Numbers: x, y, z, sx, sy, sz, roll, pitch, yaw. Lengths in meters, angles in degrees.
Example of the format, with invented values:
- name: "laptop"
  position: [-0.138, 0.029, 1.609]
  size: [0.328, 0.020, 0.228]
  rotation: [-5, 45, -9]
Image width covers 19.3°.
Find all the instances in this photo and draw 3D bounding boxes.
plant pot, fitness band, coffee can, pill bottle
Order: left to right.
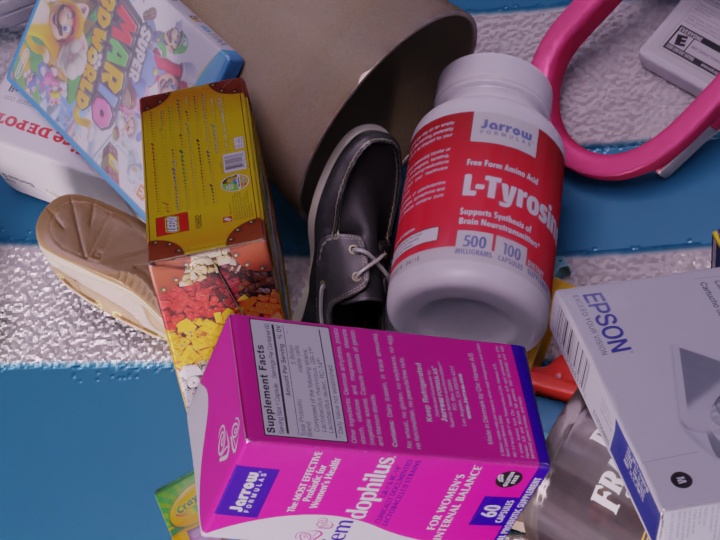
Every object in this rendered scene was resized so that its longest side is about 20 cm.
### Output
- name: "plant pot"
  position: [-0.049, -0.170, 1.539]
  size: [0.200, 0.187, 0.187]
  rotation: [42, 79, 17]
- name: "pill bottle"
  position: [0.084, -0.047, 1.478]
  size: [0.111, 0.112, 0.201]
  rotation: [-1, 57, 16]
- name: "fitness band"
  position: [0.208, -0.154, 1.533]
  size: [0.200, 0.037, 0.144]
  rotation: [-46, 66, 14]
- name: "coffee can"
  position: [0.224, 0.155, 1.326]
  size: [0.199, 0.147, 0.147]
  rotation: [29, 73, 27]

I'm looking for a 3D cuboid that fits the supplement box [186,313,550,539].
- name: "supplement box"
  position: [0.003, 0.104, 1.314]
  size: [0.199, 0.101, 0.104]
  rotation: [7, 46, -18]

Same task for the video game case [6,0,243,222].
- name: "video game case"
  position: [-0.175, -0.146, 1.539]
  size: [0.200, 0.018, 0.144]
  rotation: [43, 118, 32]

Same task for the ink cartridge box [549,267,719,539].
- name: "ink cartridge box"
  position: [0.238, 0.073, 1.279]
  size: [0.199, 0.041, 0.200]
  rotation: [-8, 41, -13]

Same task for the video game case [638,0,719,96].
- name: "video game case"
  position: [0.335, -0.175, 1.547]
  size: [0.200, 0.023, 0.182]
  rotation: [34, 76, 30]

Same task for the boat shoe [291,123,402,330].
- name: "boat shoe"
  position: [0.000, 0.000, 1.477]
  size: [0.067, 0.071, 0.201]
  rotation: [27, 108, 51]

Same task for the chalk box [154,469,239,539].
- name: "chalk box"
  position: [-0.051, 0.185, 1.408]
  size: [0.123, 0.125, 0.201]
  rotation: [-28, 57, 0]

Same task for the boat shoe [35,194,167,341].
- name: "boat shoe"
  position: [-0.146, 0.013, 1.563]
  size: [0.199, 0.069, 0.074]
  rotation: [31, 66, 7]

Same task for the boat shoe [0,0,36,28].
- name: "boat shoe"
  position: [-0.234, -0.262, 1.748]
  size: [0.199, 0.072, 0.071]
  rotation: [-23, 49, -8]

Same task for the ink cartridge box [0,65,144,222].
- name: "ink cartridge box"
  position: [-0.186, -0.147, 1.652]
  size: [0.145, 0.084, 0.201]
  rotation: [18, 69, 25]

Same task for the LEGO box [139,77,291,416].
- name: "LEGO box"
  position: [-0.093, -0.010, 1.411]
  size: [0.077, 0.150, 0.201]
  rotation: [-11, 36, 0]

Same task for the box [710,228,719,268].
- name: "box"
  position: [0.304, 0.054, 1.398]
  size: [0.064, 0.070, 0.201]
  rotation: [-23, 58, -6]

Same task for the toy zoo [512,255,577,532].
- name: "toy zoo"
  position: [0.108, 0.078, 1.477]
  size: [0.130, 0.020, 0.201]
  rotation: [14, 67, 24]
